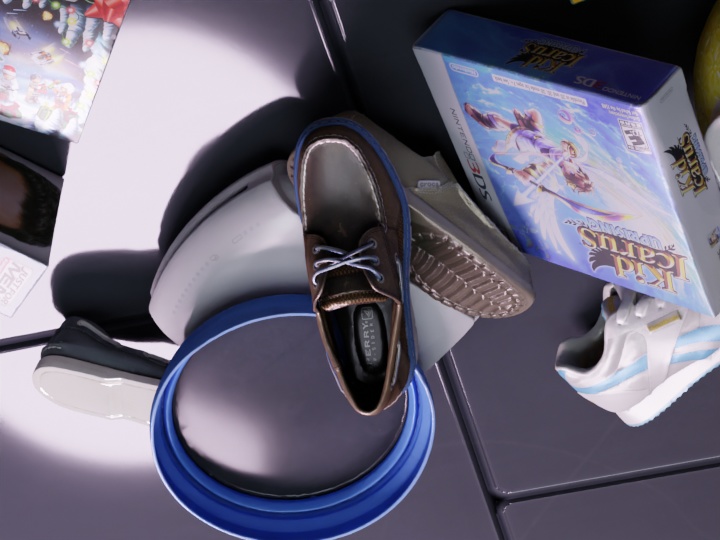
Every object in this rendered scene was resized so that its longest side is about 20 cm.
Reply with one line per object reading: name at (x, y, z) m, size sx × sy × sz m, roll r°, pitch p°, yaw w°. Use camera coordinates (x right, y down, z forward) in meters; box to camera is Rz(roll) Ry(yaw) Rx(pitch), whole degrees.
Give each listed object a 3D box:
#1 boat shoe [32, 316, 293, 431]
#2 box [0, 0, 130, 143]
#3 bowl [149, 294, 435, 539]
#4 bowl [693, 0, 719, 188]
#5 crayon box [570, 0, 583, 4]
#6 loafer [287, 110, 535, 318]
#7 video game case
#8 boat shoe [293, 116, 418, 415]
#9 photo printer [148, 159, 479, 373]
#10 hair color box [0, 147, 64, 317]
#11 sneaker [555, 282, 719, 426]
boat shoe at (-0.135, 0.082, 1.792) m, size 0.199 × 0.062 × 0.073 m, roll 15°, pitch 142°, yaw 2°
box at (-0.259, -0.171, 1.610) m, size 0.200 × 0.040 × 0.137 m, roll 16°, pitch 128°, yaw -11°
bowl at (-0.048, 0.103, 1.729) m, size 0.200 × 0.039 × 0.201 m, roll -3°, pitch 123°, yaw -4°
bowl at (0.278, -0.092, 1.550) m, size 0.200 × 0.108 × 0.200 m, roll 33°, pitch 145°, yaw 27°
crayon box at (0.146, -0.269, 1.500) m, size 0.119 × 0.058 × 0.200 m, roll -18°, pitch 128°, yaw 17°
loafer at (0.044, -0.042, 1.678) m, size 0.200 × 0.068 × 0.076 m, roll 37°, pitch 145°, yaw -17°
video game case at (0.143, -0.070, 1.604) m, size 0.200 × 0.045 × 0.181 m, roll 20°, pitch 147°, yaw 43°
boat shoe at (0.000, 0.000, 1.611) m, size 0.072 × 0.072 × 0.200 m, roll -11°, pitch 109°, yaw 11°
photo printer at (-0.038, 0.017, 1.745) m, size 0.200 × 0.070 × 0.166 m, roll 31°, pitch 125°, yaw -23°
hair color box at (-0.306, -0.058, 1.670) m, size 0.200 × 0.099 × 0.061 m, roll 27°, pitch 126°, yaw -20°
sneaker at (0.219, 0.030, 1.745) m, size 0.081 × 0.077 × 0.200 m, roll 28°, pitch 124°, yaw -18°
